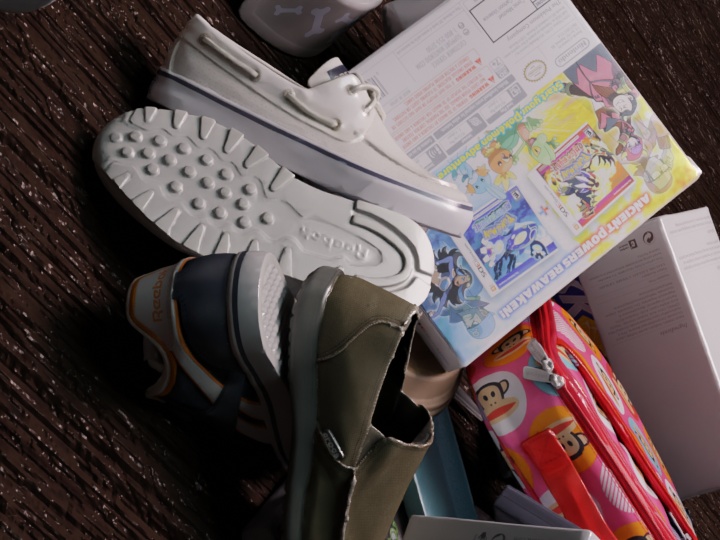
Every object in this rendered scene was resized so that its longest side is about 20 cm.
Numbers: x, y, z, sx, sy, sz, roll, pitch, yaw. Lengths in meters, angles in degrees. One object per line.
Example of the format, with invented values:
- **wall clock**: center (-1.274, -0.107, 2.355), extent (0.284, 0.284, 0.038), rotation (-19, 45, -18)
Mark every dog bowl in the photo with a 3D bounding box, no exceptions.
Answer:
- **dog bowl**: center (-0.048, -0.246, 1.313), extent (0.200, 0.058, 0.201), rotation (40, 39, -43)

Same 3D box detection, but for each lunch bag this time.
- **lunch bag**: center (0.141, 0.125, 1.243), extent (0.200, 0.082, 0.176), rotation (57, 11, -11)

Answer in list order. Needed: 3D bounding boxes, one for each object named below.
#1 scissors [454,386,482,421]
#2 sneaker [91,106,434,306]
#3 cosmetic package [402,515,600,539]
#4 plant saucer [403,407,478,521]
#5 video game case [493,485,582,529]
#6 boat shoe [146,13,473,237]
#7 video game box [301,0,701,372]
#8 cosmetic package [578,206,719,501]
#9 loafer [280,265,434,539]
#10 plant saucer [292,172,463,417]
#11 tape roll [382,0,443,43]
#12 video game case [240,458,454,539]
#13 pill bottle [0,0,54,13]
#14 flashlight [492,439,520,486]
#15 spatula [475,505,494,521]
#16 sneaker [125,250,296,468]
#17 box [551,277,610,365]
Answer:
- **scissors**: center (0.026, 0.047, 1.294), extent (0.200, 0.014, 0.073), rotation (57, 27, -25)
- **sneaker**: center (-0.060, -0.019, 1.085), extent (0.199, 0.080, 0.077), rotation (28, 68, -9)
- **cosmetic package**: center (0.087, 0.269, 1.058), extent (0.199, 0.122, 0.201), rotation (48, 53, -40)
- **plant saucer**: center (0.057, 0.177, 1.200), extent (0.070, 0.019, 0.201), rotation (4, 67, -61)
- **video game case**: center (0.145, 0.210, 1.188), extent (0.019, 0.142, 0.200), rotation (-52, 159, -22)
- **boat shoe**: center (-0.020, -0.086, 1.118), extent (0.199, 0.070, 0.071), rotation (26, 1, 7)
- **video game box**: center (0.078, -0.070, 1.196), extent (0.183, 0.200, 0.047), rotation (53, -15, 1)
- **cosmetic package**: center (0.239, 0.061, 1.451), extent (0.113, 0.081, 0.201), rotation (-8, 80, -60)
- **loafer**: center (0.001, 0.098, 1.035), extent (0.075, 0.069, 0.201), rotation (-51, 143, -63)
- **plant saucer**: center (0.000, 0.000, 1.211), extent (0.200, 0.029, 0.201), rotation (37, 33, -28)
- **tape roll**: center (0.079, -0.095, 1.331), extent (0.202, 0.070, 0.203), rotation (160, -90, -87)
- **video game case**: center (0.014, 0.185, 1.161), extent (0.183, 0.023, 0.200), rotation (64, 28, -11)
- **pill bottle**: center (-0.147, -0.210, 1.038), extent (0.115, 0.114, 0.200), rotation (61, 28, -16)
- **flashlight**: center (0.116, 0.052, 1.407), extent (0.068, 0.068, 0.201), rotation (29, 42, -46)
- **spatula**: center (0.087, 0.175, 1.304), extent (0.200, 0.020, 0.057), rotation (57, 27, -24)
- **sneaker**: center (-0.069, 0.047, 1.054), extent (0.200, 0.079, 0.079), rotation (71, 19, -59)
- **box**: center (0.166, 0.028, 1.503), extent (0.064, 0.070, 0.201), rotation (-11, 81, -63)
